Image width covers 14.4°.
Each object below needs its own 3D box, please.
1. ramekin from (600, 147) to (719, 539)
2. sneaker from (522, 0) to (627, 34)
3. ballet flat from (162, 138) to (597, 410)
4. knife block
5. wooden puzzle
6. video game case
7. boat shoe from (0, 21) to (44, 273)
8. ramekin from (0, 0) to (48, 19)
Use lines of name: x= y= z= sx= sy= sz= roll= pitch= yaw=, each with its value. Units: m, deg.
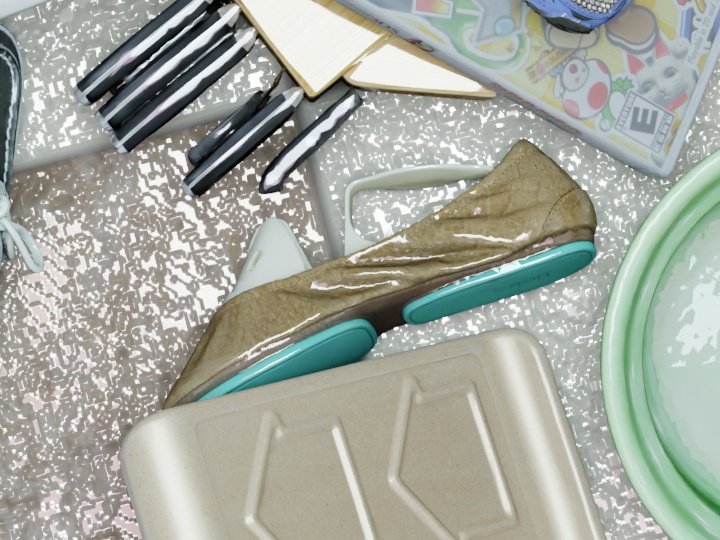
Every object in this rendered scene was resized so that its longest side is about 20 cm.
ramekin: x=0.193 y=0.035 z=1.174 sx=0.199 sy=0.098 sz=0.201 roll=0 pitch=92 yaw=-1
sneaker: x=0.104 y=-0.190 z=1.101 sx=0.075 sy=0.078 sz=0.201 roll=15 pitch=86 yaw=-28
ballet flat: x=0.000 y=0.000 z=1.191 sx=0.199 sy=0.068 sz=0.073 roll=-25 pitch=72 yaw=0
knife block: x=-0.025 y=-0.126 z=1.181 sx=0.175 sy=0.064 sz=0.201 roll=6 pitch=92 yaw=-2
wooden puzzle: x=0.010 y=0.131 z=1.163 sx=0.199 sy=0.046 sz=0.186 roll=-13 pitch=81 yaw=-31
video game case: x=0.091 y=-0.165 z=1.152 sx=0.182 sy=0.023 sz=0.201 roll=27 pitch=81 yaw=-27
boat shoe: x=-0.168 y=-0.016 z=1.147 sx=0.074 sy=0.068 sz=0.200 roll=44 pitch=56 yaw=-41
ramekin: x=-0.114 y=-0.165 z=1.116 sx=0.200 sy=0.200 sz=0.098 roll=-22 pitch=99 yaw=0
